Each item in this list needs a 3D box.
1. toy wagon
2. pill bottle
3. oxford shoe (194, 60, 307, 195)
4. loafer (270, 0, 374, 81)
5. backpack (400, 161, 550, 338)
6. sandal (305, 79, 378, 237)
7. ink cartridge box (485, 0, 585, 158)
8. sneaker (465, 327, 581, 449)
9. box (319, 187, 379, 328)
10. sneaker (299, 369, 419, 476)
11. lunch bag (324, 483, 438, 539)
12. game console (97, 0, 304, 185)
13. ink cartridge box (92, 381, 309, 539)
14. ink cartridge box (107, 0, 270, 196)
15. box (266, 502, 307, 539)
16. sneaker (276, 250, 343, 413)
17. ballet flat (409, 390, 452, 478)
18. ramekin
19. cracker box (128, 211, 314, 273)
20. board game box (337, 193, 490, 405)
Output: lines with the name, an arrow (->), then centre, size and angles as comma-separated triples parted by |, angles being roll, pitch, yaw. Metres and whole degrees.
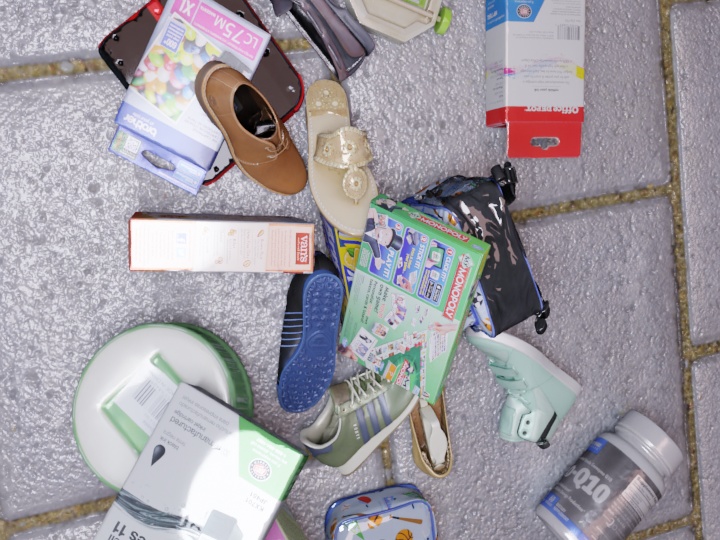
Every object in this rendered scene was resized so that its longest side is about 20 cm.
toy wagon -> 0.055, -0.387, 0.893 | 0.151, 0.039, 0.206 | 16, 91, -17
pill bottle -> 0.347, 0.302, 1.015 | 0.200, 0.114, 0.114 | -46, 105, -7
oxford shoe -> -0.108, -0.143, 0.820 | 0.072, 0.070, 0.200 | -54, 142, -10
loafer -> -0.070, -0.307, 0.853 | 0.199, 0.072, 0.064 | 39, 90, -19
backpack -> 0.116, -0.019, 0.875 | 0.150, 0.191, 0.205 | -20, 105, -7
sandal -> -0.025, -0.146, 0.823 | 0.075, 0.070, 0.217 | -8, 62, -11
ink cartridge box -> 0.223, -0.248, 0.941 | 0.113, 0.067, 0.207 | -2, 97, -15
sneaker -> 0.202, 0.160, 0.975 | 0.198, 0.073, 0.120 | 34, 80, -19
box -> 0.000, 0.000, 0.893 | 0.063, 0.070, 0.206 | -14, 108, -15
sneaker -> 0.002, 0.163, 0.901 | 0.089, 0.068, 0.202 | 31, 106, -26
lunch bag -> 0.037, 0.393, 0.960 | 0.156, 0.075, 0.207 | -9, 98, -17
game console -> -0.178, -0.232, 0.854 | 0.176, 0.031, 0.202 | -39, 104, -2
ink cartridge box -> -0.158, 0.234, 0.707 | 0.144, 0.083, 0.204 | 27, 79, 4
ink cartridge box -> -0.194, -0.200, 0.822 | 0.117, 0.042, 0.204 | 26, 96, -13
box -> -0.151, 0.336, 0.825 | 0.175, 0.200, 0.097 | -41, 129, -6
sneaker -> -0.064, 0.075, 0.903 | 0.068, 0.078, 0.205 | 8, 115, -18
ballet flat -> 0.089, 0.173, 0.954 | 0.067, 0.063, 0.206 | -15, 100, -11
ramekin -> -0.220, 0.155, 0.813 | 0.193, 0.098, 0.207 | 1, 79, -3
cracker box -> -0.158, -0.033, 0.824 | 0.194, 0.134, 0.060 | 0, 97, -15
board game box -> 0.052, 0.035, 0.799 | 0.132, 0.029, 0.204 | 26, 124, 18
